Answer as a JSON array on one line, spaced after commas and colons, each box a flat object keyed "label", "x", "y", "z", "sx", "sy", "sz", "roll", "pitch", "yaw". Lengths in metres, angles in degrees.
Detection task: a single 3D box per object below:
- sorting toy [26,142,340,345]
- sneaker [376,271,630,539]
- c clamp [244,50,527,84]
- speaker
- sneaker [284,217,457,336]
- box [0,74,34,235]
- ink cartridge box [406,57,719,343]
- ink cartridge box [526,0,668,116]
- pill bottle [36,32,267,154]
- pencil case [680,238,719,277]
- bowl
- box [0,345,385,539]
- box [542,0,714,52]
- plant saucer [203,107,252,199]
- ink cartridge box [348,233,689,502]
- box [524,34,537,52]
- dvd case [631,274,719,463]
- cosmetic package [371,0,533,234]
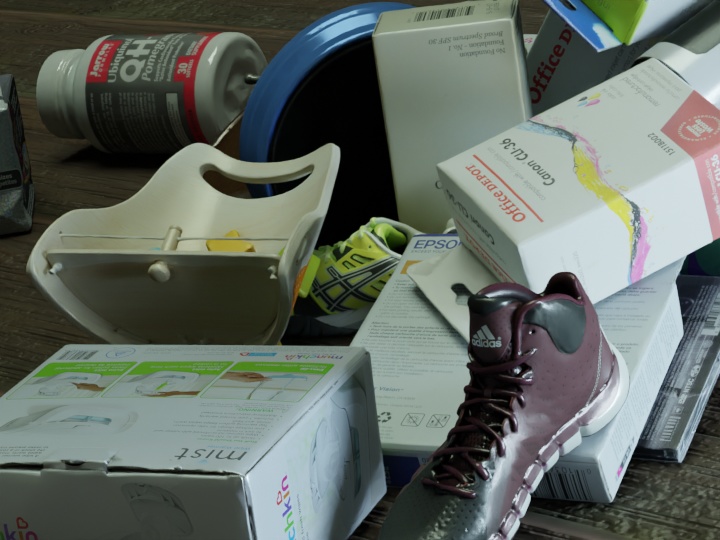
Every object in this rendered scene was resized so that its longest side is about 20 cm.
[{"label": "sorting toy", "x": -0.095, "y": -0.027, "z": 1.644, "sx": 0.199, "sy": 0.107, "sz": 0.180, "roll": 1, "pitch": 45, "yaw": 26}, {"label": "sneaker", "x": 0.062, "y": 0.074, "z": 1.288, "sx": 0.076, "sy": 0.116, "sz": 0.200, "roll": 16, "pitch": 50, "yaw": 39}, {"label": "c clamp", "x": 0.034, "y": -0.168, "z": 1.888, "sx": 0.170, "sy": 0.027, "sz": 0.200, "roll": 16, "pitch": 29, "yaw": 28}, {"label": "speaker", "x": 0.279, "y": -0.163, "z": 1.612, "sx": 0.200, "sy": 0.081, "sz": 0.081, "roll": -36, "pitch": 28, "yaw": -19}, {"label": "sneaker", "x": 0.000, "y": 0.000, "z": 1.664, "sx": 0.199, "sy": 0.077, "sz": 0.075, "roll": -3, "pitch": 21, "yaw": 20}, {"label": "box", "x": -0.386, "y": -0.088, "z": 2.034, "sx": 0.199, "sy": 0.115, "sz": 0.132, "roll": -10, "pitch": 18, "yaw": -3}, {"label": "ink cartridge box", "x": 0.128, "y": -0.040, "z": 1.451, "sx": 0.200, "sy": 0.068, "sz": 0.116, "roll": -28, "pitch": 36, "yaw": -11}, {"label": "ink cartridge box", "x": 0.237, "y": -0.151, "z": 1.750, "sx": 0.200, "sy": 0.146, "sz": 0.145, "roll": 33, "pitch": 37, "yaw": 9}, {"label": "pill bottle", "x": -0.190, "y": -0.160, "z": 2.164, "sx": 0.199, "sy": 0.111, "sz": 0.111, "roll": 2, "pitch": 21, "yaw": 29}, {"label": "pencil case", "x": 0.270, "y": 0.001, "z": 1.527, "sx": 0.092, "sy": 0.085, "sz": 0.200, "roll": 19, "pitch": -2, "yaw": -37}, {"label": "bowl", "x": 0.012, "y": -0.097, "z": 1.757, "sx": 0.200, "sy": 0.201, "sz": 0.039, "roll": -14, "pitch": 31, "yaw": -16}, {"label": "box", "x": -0.112, "y": 0.114, "z": 1.325, "sx": 0.199, "sy": 0.097, "sz": 0.176, "roll": 0, "pitch": 21, "yaw": 22}, {"label": "box", "x": 0.200, "y": -0.218, "z": 1.652, "sx": 0.200, "sy": 0.048, "sz": 0.122, "roll": -17, "pitch": 54, "yaw": -41}, {"label": "plant saucer", "x": -0.066, "y": -0.100, "z": 1.910, "sx": 0.200, "sy": 0.032, "sz": 0.200, "roll": -33, "pitch": 27, "yaw": 19}, {"label": "ink cartridge box", "x": 0.087, "y": 0.054, "z": 1.437, "sx": 0.196, "sy": 0.043, "sz": 0.200, "roll": 1, "pitch": 38, "yaw": 28}, {"label": "box", "x": 0.137, "y": -0.121, "z": 1.934, "sx": 0.200, "sy": 0.097, "sz": 0.176, "roll": 5, "pitch": 25, "yaw": 38}, {"label": "dvd case", "x": 0.126, "y": 0.054, "z": 1.465, "sx": 0.199, "sy": 0.016, "sz": 0.149, "roll": 3, "pitch": 44, "yaw": 29}, {"label": "cosmetic package", "x": 0.073, "y": -0.085, "z": 1.688, "sx": 0.103, "sy": 0.201, "sz": 0.073, "roll": -7, "pitch": 18, "yaw": 9}]
